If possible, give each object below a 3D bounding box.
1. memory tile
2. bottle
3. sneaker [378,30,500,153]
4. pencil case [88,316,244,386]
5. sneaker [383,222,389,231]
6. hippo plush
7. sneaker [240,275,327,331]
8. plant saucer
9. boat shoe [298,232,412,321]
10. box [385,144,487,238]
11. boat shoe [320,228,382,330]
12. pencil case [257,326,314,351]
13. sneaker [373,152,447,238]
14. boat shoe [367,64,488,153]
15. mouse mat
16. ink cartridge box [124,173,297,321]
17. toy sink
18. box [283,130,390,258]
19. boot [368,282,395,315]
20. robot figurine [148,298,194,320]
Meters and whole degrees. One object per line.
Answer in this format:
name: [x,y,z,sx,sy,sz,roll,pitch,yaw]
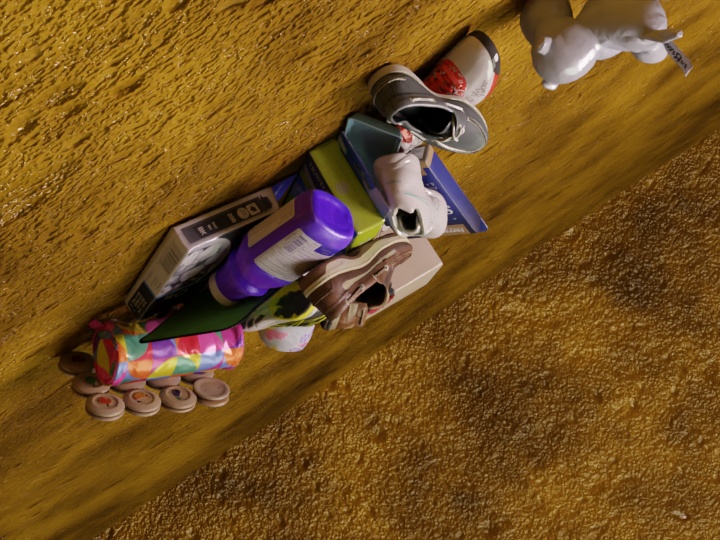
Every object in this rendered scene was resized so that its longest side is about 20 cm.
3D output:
memory tile: [-0.283,0.142,1.759,0.198,0.153,0.017,-4,121,-32]
bottle: [-0.100,-0.021,1.601,0.083,0.066,0.199,26,134,-38]
sneaker: [0.088,-0.204,1.603,0.107,0.068,0.201,-31,173,-27]
pencil case: [-0.251,0.097,1.743,0.199,0.089,0.088,-3,154,-35]
sneaker: [0.032,-0.108,1.870,0.083,0.072,0.200,-35,170,5]
hippo plush: [0.278,-0.273,1.584,0.160,0.201,0.159,-27,150,10]
sneaker: [-0.100,0.050,1.778,0.084,0.075,0.199,15,169,-37]
plant saucer: [0.004,-0.134,1.663,0.200,0.069,0.019,112,-1,-65]
boat shoe: [0.006,0.015,1.639,0.202,0.075,0.075,-25,167,-48]
box: [0.078,-0.091,1.764,0.120,0.033,0.200,-4,148,30]
boat shoe: [0.000,0.000,1.822,0.073,0.076,0.201,9,130,-17]
pencil case: [-0.103,0.029,1.887,0.083,0.091,0.201,-33,151,-28]
sneaker: [0.062,-0.071,1.665,0.070,0.081,0.200,-13,157,15]
boat shoe: [0.085,-0.169,1.547,0.073,0.062,0.199,-39,141,23]
mouse mat: [-0.169,0.040,1.693,0.160,0.008,0.200,-10,-160,35]
ink cartridge box: [-0.178,-0.027,1.671,0.199,0.044,0.198,-28,168,-36]
toy sink: [0.006,0.000,2.138,0.199,0.131,0.112,-30,170,-22]
box: [-0.032,-0.075,1.671,0.047,0.123,0.200,-27,168,-22]
boot: [-0.009,-0.023,1.900,0.073,0.154,0.204,-33,170,-4]
robot figurine: [-0.216,0.053,1.881,0.145,0.058,0.200,-39,169,15]
